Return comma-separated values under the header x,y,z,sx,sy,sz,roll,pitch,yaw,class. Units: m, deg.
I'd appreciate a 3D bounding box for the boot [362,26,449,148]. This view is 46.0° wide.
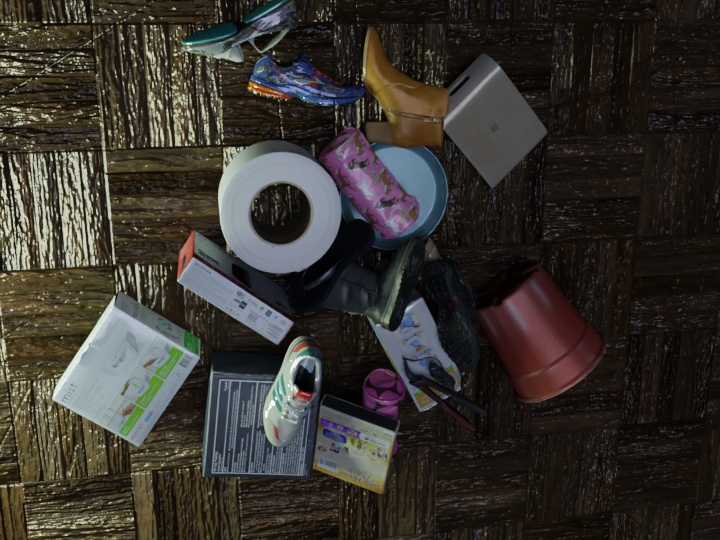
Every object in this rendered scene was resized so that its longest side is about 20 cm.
x,y,z,sx,sy,sz,roll,pitch,yaw,class
0.079,-0.309,1.431,0.142,0.071,0.204,0,108,11,boot

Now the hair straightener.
x,y,z,sx,sy,sz,roll,pitch,yaw,class
0.156,0.206,1.525,0.199,0.041,0.077,39,95,-18,hair straightener

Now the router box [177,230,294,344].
x,y,z,sx,sy,sz,roll,pitch,yaw,class
-0.214,0.025,1.436,0.199,0.180,0.049,34,98,-19,router box

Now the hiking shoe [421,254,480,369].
x,y,z,sx,sy,sz,roll,pitch,yaw,class
0.182,0.071,1.508,0.100,0.075,0.202,-22,96,-47,hiking shoe

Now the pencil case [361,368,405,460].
x,y,z,sx,sy,sz,roll,pitch,yaw,class
0.038,0.267,1.565,0.090,0.094,0.201,27,138,19,pencil case

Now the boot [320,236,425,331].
x,y,z,sx,sy,sz,roll,pitch,yaw,class
-0.001,-0.001,1.484,0.072,0.199,0.184,24,90,-59,boot

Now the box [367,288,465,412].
x,y,z,sx,sy,sz,roll,pitch,yaw,class
0.098,0.139,1.565,0.101,0.113,0.201,-29,110,-3,box

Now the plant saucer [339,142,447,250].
x,y,z,sx,sy,sz,roll,pitch,yaw,class
0.059,-0.138,1.523,0.197,0.027,0.203,-3,107,-10,plant saucer

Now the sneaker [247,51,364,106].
x,y,z,sx,sy,sz,roll,pitch,yaw,class
-0.087,-0.319,1.419,0.197,0.075,0.080,6,102,-14,sneaker

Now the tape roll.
x,y,z,sx,sy,sz,roll,pitch,yaw,class
-0.139,-0.110,1.433,0.200,0.139,0.205,-3,106,-10,tape roll

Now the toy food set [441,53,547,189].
x,y,z,sx,sy,sz,roll,pitch,yaw,class
0.228,-0.261,1.511,0.143,0.060,0.200,-44,117,3,toy food set

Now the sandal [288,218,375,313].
x,y,z,sx,sy,sz,roll,pitch,yaw,class
-0.060,-0.012,1.453,0.200,0.076,0.043,-49,154,12,sandal

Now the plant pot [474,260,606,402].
x,y,z,sx,sy,sz,roll,pitch,yaw,class
0.317,0.102,1.566,0.200,0.201,0.196,-36,102,1,plant pot

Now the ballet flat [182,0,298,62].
x,y,z,sx,sy,sz,roll,pitch,yaw,class
-0.190,-0.380,1.385,0.198,0.072,0.073,-24,109,-2,ballet flat

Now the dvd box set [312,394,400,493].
x,y,z,sx,sy,sz,roll,pitch,yaw,class
-0.010,0.319,1.543,0.145,0.030,0.201,18,135,11,dvd box set

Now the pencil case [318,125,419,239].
x,y,z,sx,sy,sz,roll,pitch,yaw,class
0.016,-0.150,1.455,0.200,0.082,0.087,48,49,-19,pencil case

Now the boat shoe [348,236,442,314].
x,y,z,sx,sy,sz,roll,pitch,yaw,class
0.050,0.006,1.533,0.199,0.071,0.065,-32,126,-3,boat shoe

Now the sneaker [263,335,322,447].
x,y,z,sx,sy,sz,roll,pitch,yaw,class
-0.113,0.214,1.430,0.070,0.093,0.202,18,98,-14,sneaker

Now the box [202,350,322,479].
x,y,z,sx,sy,sz,roll,pitch,yaw,class
-0.183,0.260,1.540,0.196,0.123,0.203,5,103,-13,box

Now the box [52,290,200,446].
x,y,z,sx,sy,sz,roll,pitch,yaw,class
-0.406,0.172,1.485,0.176,0.097,0.201,33,98,-17,box
